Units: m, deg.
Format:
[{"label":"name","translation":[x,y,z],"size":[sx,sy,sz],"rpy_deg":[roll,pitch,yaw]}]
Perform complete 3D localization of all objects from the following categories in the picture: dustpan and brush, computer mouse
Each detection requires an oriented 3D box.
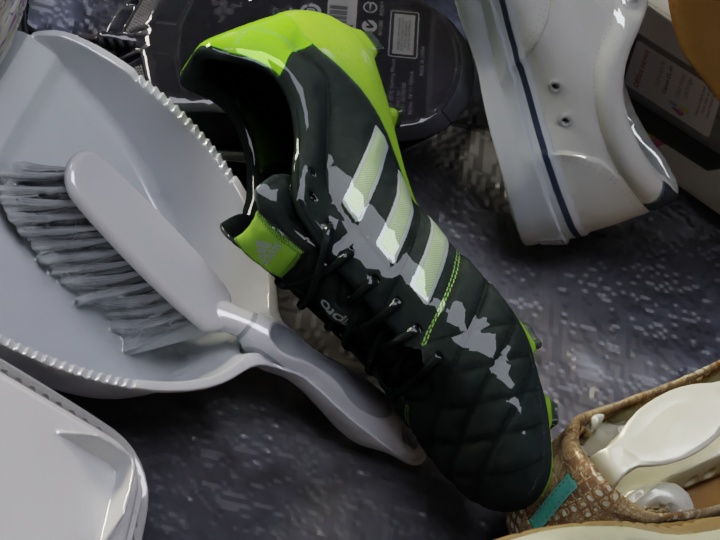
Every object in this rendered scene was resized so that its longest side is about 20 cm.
[{"label":"dustpan and brush","translation":[-0.059,0.011,0.957],"size":[0.200,0.057,0.140],"rpy_deg":[44,44,-22]},{"label":"computer mouse","translation":[-0.059,-0.098,1.056],"size":[0.199,0.046,0.141],"rpy_deg":[0,56,-5]}]

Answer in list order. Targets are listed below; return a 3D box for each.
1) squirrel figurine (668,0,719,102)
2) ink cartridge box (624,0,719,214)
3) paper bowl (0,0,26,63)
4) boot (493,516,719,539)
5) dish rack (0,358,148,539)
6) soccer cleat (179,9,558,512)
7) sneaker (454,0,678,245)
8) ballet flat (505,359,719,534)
[{"label":"squirrel figurine","translation":[0.190,-0.164,1.023],"size":[0.200,0.142,0.187],"rpy_deg":[46,48,15]},{"label":"ink cartridge box","translation":[0.168,-0.102,1.107],"size":[0.200,0.086,0.148],"rpy_deg":[35,52,12]},{"label":"paper bowl","translation":[-0.214,-0.115,0.953],"size":[0.200,0.104,0.201],"rpy_deg":[0,65,1]},{"label":"boot","translation":[0.100,0.163,0.891],"size":[0.200,0.072,0.155],"rpy_deg":[-4,57,-25]},{"label":"dish rack","translation":[-0.140,0.097,0.834],"size":[0.172,0.044,0.200],"rpy_deg":[34,46,-27]},{"label":"soccer cleat","translation":[0.000,0.000,0.952],"size":[0.081,0.068,0.200],"rpy_deg":[-14,70,-39]},{"label":"sneaker","translation":[0.072,-0.110,1.024],"size":[0.071,0.200,0.073],"rpy_deg":[-14,20,8]},{"label":"ballet flat","translation":[0.142,0.058,0.988],"size":[0.200,0.065,0.071],"rpy_deg":[-25,64,-33]}]
